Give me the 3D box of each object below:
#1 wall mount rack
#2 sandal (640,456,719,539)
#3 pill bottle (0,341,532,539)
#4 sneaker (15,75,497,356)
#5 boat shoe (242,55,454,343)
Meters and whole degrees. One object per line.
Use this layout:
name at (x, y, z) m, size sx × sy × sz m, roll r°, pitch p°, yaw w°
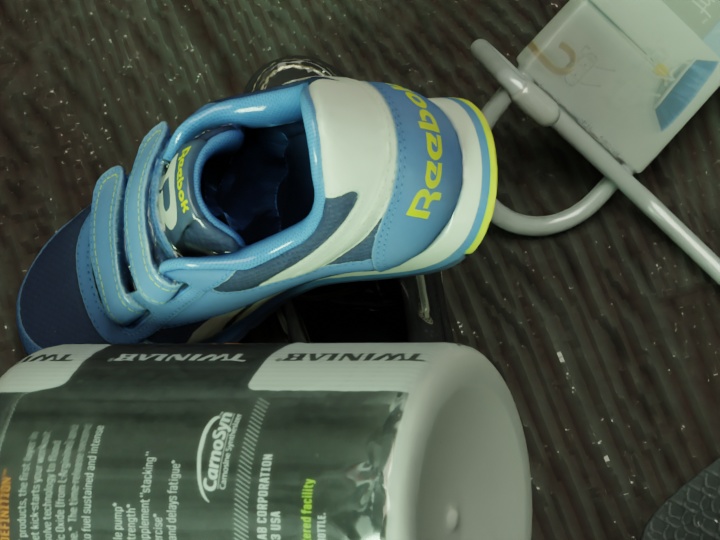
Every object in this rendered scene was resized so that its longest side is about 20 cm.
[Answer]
wall mount rack at (0.141, -0.065, 0.805) m, size 0.174 × 0.075 × 0.200 m, roll 39°, pitch 98°, yaw -25°
sandal at (0.180, 0.066, 0.790) m, size 0.200 × 0.043 × 0.076 m, roll -29°, pitch 58°, yaw -14°
pill bottle at (-0.055, 0.075, 0.707) m, size 0.199 × 0.106 × 0.107 m, roll -1°, pitch 60°, yaw 27°
sneaker at (-0.053, -0.016, 0.745) m, size 0.199 × 0.082 × 0.074 m, roll -25°, pitch 69°, yaw 33°
boat shoe at (0.000, 0.000, 0.796) m, size 0.072 × 0.063 × 0.201 m, roll -11°, pitch 65°, yaw -9°
